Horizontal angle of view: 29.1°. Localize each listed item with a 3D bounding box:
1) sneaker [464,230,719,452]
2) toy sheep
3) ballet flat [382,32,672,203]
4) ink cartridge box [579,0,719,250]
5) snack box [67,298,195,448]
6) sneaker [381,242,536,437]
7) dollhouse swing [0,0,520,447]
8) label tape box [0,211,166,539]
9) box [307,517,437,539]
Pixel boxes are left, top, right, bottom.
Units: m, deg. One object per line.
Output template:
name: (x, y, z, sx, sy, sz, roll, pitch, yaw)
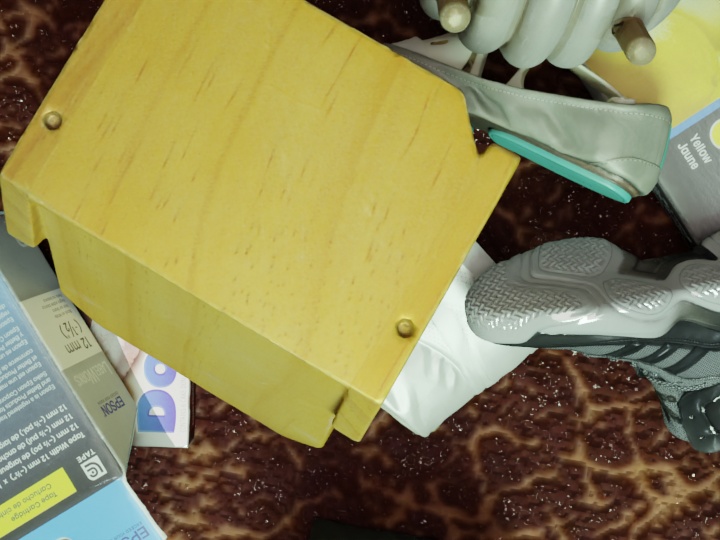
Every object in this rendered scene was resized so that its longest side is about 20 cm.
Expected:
sneaker: (0.154, 0.044, 0.743, 0.200, 0.076, 0.114, -6, 121, -8)
toy sheep: (0.097, -0.160, 0.687, 0.200, 0.138, 0.138, 13, 94, -9)
ballet flat: (0.072, -0.097, 0.755, 0.200, 0.067, 0.064, 21, 90, 14)
ink cartridge box: (0.220, -0.140, 0.768, 0.200, 0.047, 0.198, -34, 92, 6)
snack box: (-0.130, 0.000, 0.796, 0.072, 0.024, 0.200, 2, 94, 2)
sneaker: (0.000, 0.000, 0.769, 0.116, 0.074, 0.200, -41, 93, 1)
dollhouse swing: (-0.051, -0.024, 0.700, 0.200, 0.176, 0.182, 30, 86, 4)
label tape box: (-0.207, 0.089, 0.770, 0.143, 0.066, 0.200, -32, 92, 14)
box: (0.013, 0.256, 0.748, 0.124, 0.149, 0.200, 9, 94, 2)
